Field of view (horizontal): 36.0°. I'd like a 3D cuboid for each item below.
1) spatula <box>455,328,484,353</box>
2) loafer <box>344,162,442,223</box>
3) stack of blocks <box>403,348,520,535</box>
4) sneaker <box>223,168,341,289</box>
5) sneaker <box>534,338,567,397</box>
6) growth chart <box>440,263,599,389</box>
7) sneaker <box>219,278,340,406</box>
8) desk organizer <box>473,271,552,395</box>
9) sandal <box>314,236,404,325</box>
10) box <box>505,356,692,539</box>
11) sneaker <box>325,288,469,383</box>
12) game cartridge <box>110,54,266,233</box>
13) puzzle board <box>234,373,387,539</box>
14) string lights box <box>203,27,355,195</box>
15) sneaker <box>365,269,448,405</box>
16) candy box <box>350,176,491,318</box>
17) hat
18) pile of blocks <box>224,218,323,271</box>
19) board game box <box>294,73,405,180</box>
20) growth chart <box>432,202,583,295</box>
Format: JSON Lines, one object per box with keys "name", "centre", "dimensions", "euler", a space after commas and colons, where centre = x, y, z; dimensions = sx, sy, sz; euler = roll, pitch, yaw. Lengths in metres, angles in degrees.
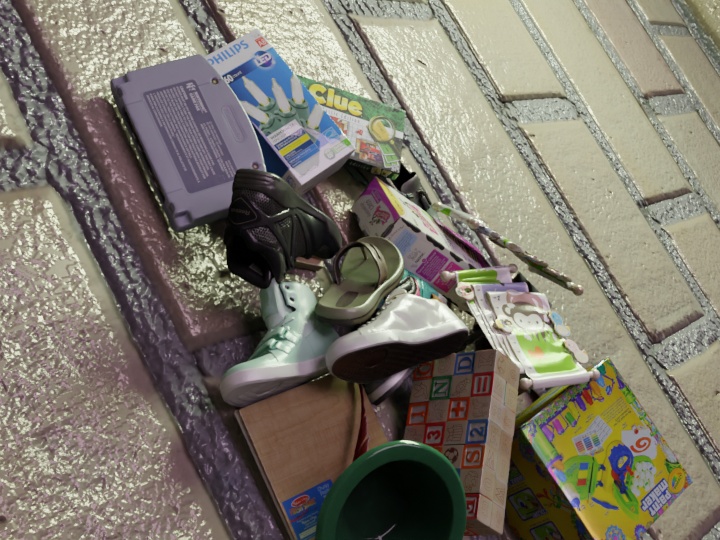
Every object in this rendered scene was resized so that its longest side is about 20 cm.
{"name": "spatula", "centre": [0.146, 0.084, 1.420], "dimensions": [0.199, 0.021, 0.057], "euler": [-25, 58, -15]}
{"name": "loafer", "centre": [0.048, -0.125, 1.544], "dimensions": [0.200, 0.063, 0.072], "euler": [42, 34, -14]}
{"name": "stack of blocks", "centre": [0.111, 0.198, 1.278], "dimensions": [0.059, 0.115, 0.201], "euler": [38, 53, -43]}
{"name": "sneaker", "centre": [-0.090, -0.027, 1.223], "dimensions": [0.199, 0.076, 0.115], "euler": [35, 69, -63]}
{"name": "sneaker", "centre": [0.280, 0.160, 1.573], "dimensions": [0.082, 0.077, 0.201], "euler": [34, 39, -57]}
{"name": "growth chart", "centre": [0.202, 0.068, 1.384], "dimensions": [0.144, 0.018, 0.201], "euler": [-12, 56, -37]}
{"name": "sneaker", "centre": [-0.102, 0.072, 1.191], "dimensions": [0.200, 0.074, 0.119], "euler": [-14, 72, -59]}
{"name": "desk organizer", "centre": [0.195, 0.097, 1.506], "dimensions": [0.072, 0.077, 0.200], "euler": [43, 36, -12]}
{"name": "sandal", "centre": [0.001, 0.000, 1.263], "dimensions": [0.201, 0.079, 0.058], "euler": [-61, 144, -64]}
{"name": "box", "centre": [0.275, 0.249, 1.387], "dimensions": [0.199, 0.122, 0.193], "euler": [-28, 82, -40]}
{"name": "sneaker", "centre": [0.027, 0.069, 1.250], "dimensions": [0.199, 0.073, 0.085], "euler": [-8, 52, -43]}
{"name": "game cartridge", "centre": [-0.188, -0.149, 1.269], "dimensions": [0.132, 0.041, 0.201], "euler": [-20, 74, -21]}
{"name": "puzzle board", "centre": [-0.040, 0.195, 1.195], "dimensions": [0.199, 0.017, 0.152], "euler": [-15, 78, -53]}
{"name": "string lights box", "centre": [-0.111, -0.193, 1.391], "dimensions": [0.103, 0.059, 0.200], "euler": [-37, 87, -33]}
{"name": "sneaker", "centre": [0.025, 0.061, 1.339], "dimensions": [0.121, 0.084, 0.200], "euler": [41, 41, -8]}
{"name": "candy box", "centre": [0.091, -0.028, 1.471], "dimensions": [0.199, 0.061, 0.137], "euler": [32, 15, -27]}
{"name": "hat", "centre": [0.006, 0.243, 1.190], "dimensions": [0.200, 0.176, 0.166], "euler": [-44, 110, -17]}
{"name": "pile of blocks", "centre": [-0.107, -0.073, 1.321], "dimensions": [0.199, 0.062, 0.082], "euler": [33, 39, -25]}
{"name": "board game box", "centre": [-0.037, -0.195, 1.473], "dimensions": [0.199, 0.023, 0.105], "euler": [15, 59, -17]}
{"name": "growth chart", "centre": [0.199, -0.031, 1.487], "dimensions": [0.199, 0.018, 0.145], "euler": [31, 2, -20]}
